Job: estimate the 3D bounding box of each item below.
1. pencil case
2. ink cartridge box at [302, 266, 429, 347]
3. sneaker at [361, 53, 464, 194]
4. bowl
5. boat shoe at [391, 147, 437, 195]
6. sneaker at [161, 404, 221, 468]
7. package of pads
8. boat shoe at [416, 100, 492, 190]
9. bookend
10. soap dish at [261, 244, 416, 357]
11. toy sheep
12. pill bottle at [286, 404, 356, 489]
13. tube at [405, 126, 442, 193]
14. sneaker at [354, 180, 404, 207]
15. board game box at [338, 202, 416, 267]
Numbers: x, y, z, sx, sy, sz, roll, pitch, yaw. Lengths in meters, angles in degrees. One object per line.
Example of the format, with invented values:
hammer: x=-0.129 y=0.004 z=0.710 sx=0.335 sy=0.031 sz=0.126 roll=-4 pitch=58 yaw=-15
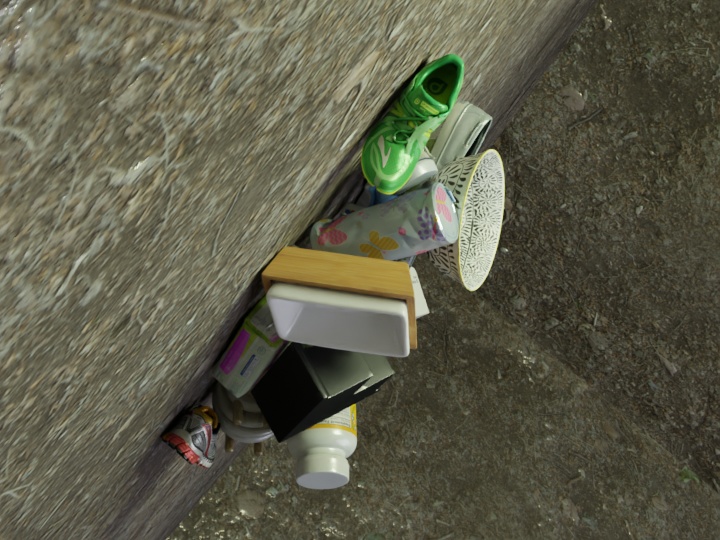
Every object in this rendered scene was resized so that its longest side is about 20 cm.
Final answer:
pencil case: x=0.032 y=-0.053 z=1.523 sx=0.198 sy=0.084 sz=0.091 roll=-16 pitch=-153 yaw=24
ink cartridge box: x=-0.011 y=0.072 z=1.860 sx=0.199 sy=0.085 sz=0.145 roll=-25 pitch=172 yaw=35
sneaker: x=0.063 y=-0.187 z=1.399 sx=0.201 sy=0.074 sz=0.084 roll=-60 pitch=180 yaw=-13
bowl: x=0.132 y=-0.077 z=1.627 sx=0.200 sy=0.093 sz=0.203 roll=9 pitch=90 yaw=-68
boat shoe: x=0.059 y=-0.157 z=1.554 sx=0.074 sy=0.087 sz=0.202 roll=-27 pitch=-177 yaw=8
sneaker: x=-0.249 y=0.258 z=1.793 sx=0.082 sy=0.078 sz=0.200 roll=-50 pitch=176 yaw=-8
package of pads: x=-0.120 y=0.076 z=1.682 sx=0.200 sy=0.068 sz=0.155 roll=-48 pitch=176 yaw=-43
boat shoe: x=0.140 y=-0.152 z=1.722 sx=0.070 sy=0.071 sz=0.203 roll=-12 pitch=126 yaw=-65
bookend: x=-0.033 y=0.144 z=1.673 sx=0.198 sy=0.093 sz=0.200 roll=-24 pitch=166 yaw=-31
soap dish: x=-0.021 y=0.040 z=1.494 sx=0.158 sy=0.198 sz=0.082 roll=82 pitch=18 yaw=-62
toy sheep: x=-0.179 y=0.219 z=1.843 sx=0.138 sy=0.137 sz=0.201 roll=-47 pitch=170 yaw=-41
pill bottle: x=-0.061 y=0.235 z=1.802 sx=0.113 sy=0.112 sz=0.202 roll=123 pitch=-31 yaw=-56
tube: x=0.081 y=-0.137 z=1.792 sx=0.058 sy=0.051 sz=0.201 roll=-106 pitch=-154 yaw=-48
sneaker: x=0.054 y=-0.116 z=1.748 sx=0.079 sy=0.090 sz=0.200 roll=-49 pitch=175 yaw=-24
board game box: x=0.000 y=0.000 z=1.634 sx=0.035 sy=0.125 sz=0.201 roll=92 pitch=20 yaw=-53
